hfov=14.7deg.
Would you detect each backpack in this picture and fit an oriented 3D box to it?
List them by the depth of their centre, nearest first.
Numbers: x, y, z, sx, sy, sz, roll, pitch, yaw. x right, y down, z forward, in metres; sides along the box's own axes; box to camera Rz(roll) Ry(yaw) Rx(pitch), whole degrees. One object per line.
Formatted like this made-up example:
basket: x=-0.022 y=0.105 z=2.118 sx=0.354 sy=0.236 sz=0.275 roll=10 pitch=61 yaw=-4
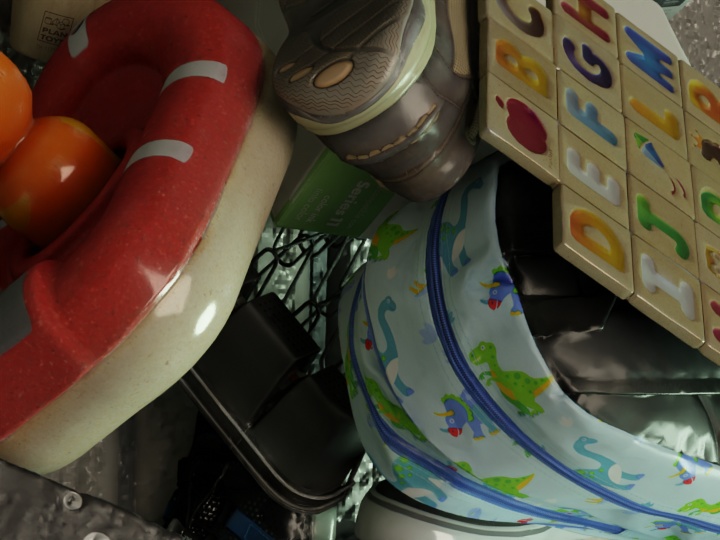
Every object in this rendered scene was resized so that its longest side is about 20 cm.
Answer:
backpack: x=0.089 y=0.028 z=1.035 sx=0.200 sy=0.153 sz=0.164 roll=19 pitch=58 yaw=-58

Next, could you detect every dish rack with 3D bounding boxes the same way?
dish rack: x=0.000 y=0.000 z=1.123 sx=0.200 sy=0.055 sz=0.154 roll=-22 pitch=68 yaw=-49

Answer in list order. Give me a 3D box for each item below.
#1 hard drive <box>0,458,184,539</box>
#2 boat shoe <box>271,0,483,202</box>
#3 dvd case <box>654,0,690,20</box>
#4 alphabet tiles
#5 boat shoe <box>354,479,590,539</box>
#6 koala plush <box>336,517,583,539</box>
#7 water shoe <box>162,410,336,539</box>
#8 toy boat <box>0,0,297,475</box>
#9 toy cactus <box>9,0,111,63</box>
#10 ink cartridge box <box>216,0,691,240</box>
hard drive: x=-0.172 y=0.112 z=0.883 sx=0.200 sy=0.038 sz=0.140 roll=23 pitch=73 yaw=-10
boat shoe: x=0.014 y=-0.084 z=1.021 sx=0.073 sy=0.074 sz=0.200 roll=55 pitch=23 yaw=-21
dvd case: x=0.136 y=-0.162 z=1.206 sx=0.150 sy=0.200 sz=0.025 roll=-10 pitch=67 yaw=-42
alphabet tiles: x=0.119 y=-0.028 z=1.010 sx=0.200 sy=0.006 sz=0.167 roll=34 pitch=34 yaw=-23
boat shoe: x=0.061 y=0.079 z=1.123 sx=0.200 sy=0.068 sz=0.057 roll=-6 pitch=110 yaw=-60
koala plush: x=0.068 y=0.184 z=1.156 sx=0.184 sy=0.177 sz=0.200 roll=-48 pitch=126 yaw=-15
water shoe: x=-0.059 y=0.128 z=1.099 sx=0.079 sy=0.071 sz=0.201 roll=4 pitch=86 yaw=-39
toy boat: x=-0.109 y=-0.034 z=0.961 sx=0.131 sy=0.130 sz=0.200 roll=42 pitch=32 yaw=-17
toy cactus: x=-0.092 y=-0.156 z=1.041 sx=0.199 sy=0.102 sz=0.165 roll=9 pitch=107 yaw=-22
ink cartridge box: x=0.047 y=-0.067 z=1.131 sx=0.200 sy=0.067 sz=0.117 roll=8 pitch=45 yaw=-33
